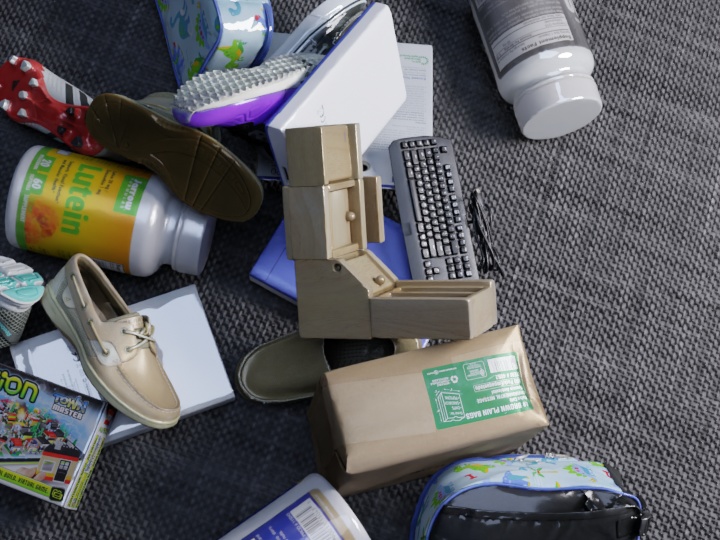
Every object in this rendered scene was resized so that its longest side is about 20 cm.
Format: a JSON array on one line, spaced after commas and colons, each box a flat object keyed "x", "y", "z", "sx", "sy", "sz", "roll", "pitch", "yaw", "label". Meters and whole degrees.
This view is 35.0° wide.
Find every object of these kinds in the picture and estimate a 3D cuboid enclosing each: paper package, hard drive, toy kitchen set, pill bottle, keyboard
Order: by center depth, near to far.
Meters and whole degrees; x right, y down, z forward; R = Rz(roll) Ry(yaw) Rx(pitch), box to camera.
[{"x": -0.091, "y": 0.295, "z": 1.082, "sx": 0.200, "sy": 0.120, "sz": 0.120, "roll": -33, "pitch": 76, "yaw": -15, "label": "pill bottle"}, {"x": 0.058, "y": 0.143, "z": 1.112, "sx": 0.200, "sy": 0.191, "sz": 0.104, "roll": -12, "pitch": 74, "yaw": -10, "label": "paper package"}, {"x": 0.043, "y": -0.046, "z": 1.116, "sx": 0.180, "sy": 0.163, "sz": 0.200, "roll": 0, "pitch": 99, "yaw": 25, "label": "toy kitchen set"}, {"x": -0.021, "y": -0.164, "z": 1.183, "sx": 0.025, "sy": 0.132, "sz": 0.200, "roll": 20, "pitch": 57, "yaw": 27, "label": "hard drive"}, {"x": -0.246, "y": 0.106, "z": 1.185, "sx": 0.200, "sy": 0.027, "sz": 0.132, "roll": -19, "pitch": 73, "yaw": -11, "label": "hard drive"}, {"x": -0.257, "y": -0.056, "z": 1.197, "sx": 0.200, "sy": 0.111, "sz": 0.111, "roll": 13, "pitch": 70, "yaw": -1, "label": "pill bottle"}, {"x": 0.097, "y": -0.052, "z": 1.214, "sx": 0.104, "sy": 0.040, "sz": 0.200, "roll": -8, "pitch": 81, "yaw": -18, "label": "keyboard"}, {"x": 0.000, "y": 0.000, "z": 1.238, "sx": 0.200, "sy": 0.025, "sz": 0.132, "roll": 28, "pitch": 70, "yaw": 5, "label": "hard drive"}, {"x": 0.200, "y": -0.259, "z": 1.311, "sx": 0.114, "sy": 0.114, "sz": 0.200, "roll": -13, "pitch": 72, "yaw": -10, "label": "pill bottle"}]

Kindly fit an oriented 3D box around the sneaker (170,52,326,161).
[{"x": -0.099, "y": -0.153, "z": 1.146, "sx": 0.070, "sy": 0.100, "sz": 0.200, "roll": 22, "pitch": 32, "yaw": 38, "label": "sneaker"}]

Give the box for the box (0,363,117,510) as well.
[{"x": -0.354, "y": 0.152, "z": 1.132, "sx": 0.200, "sy": 0.035, "sz": 0.110, "roll": 18, "pitch": 77, "yaw": 11, "label": "box"}]

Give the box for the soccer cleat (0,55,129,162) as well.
[{"x": -0.328, "y": -0.174, "z": 1.261, "sx": 0.200, "sy": 0.085, "sz": 0.069, "roll": 31, "pitch": 92, "yaw": 30, "label": "soccer cleat"}]

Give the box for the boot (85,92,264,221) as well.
[{"x": -0.170, "y": -0.127, "z": 1.200, "sx": 0.200, "sy": 0.155, "sz": 0.072, "roll": 31, "pitch": 106, "yaw": 6, "label": "boot"}]

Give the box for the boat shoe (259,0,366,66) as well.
[{"x": -0.053, "y": -0.227, "z": 1.260, "sx": 0.071, "sy": 0.072, "sz": 0.200, "roll": 41, "pitch": 78, "yaw": 5, "label": "boat shoe"}]

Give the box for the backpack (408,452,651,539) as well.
[{"x": 0.147, "y": 0.263, "z": 1.084, "sx": 0.200, "sy": 0.147, "sz": 0.183, "roll": 6, "pitch": 100, "yaw": -8, "label": "backpack"}]

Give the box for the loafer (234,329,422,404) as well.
[{"x": -0.039, "y": 0.088, "z": 1.166, "sx": 0.200, "sy": 0.067, "sz": 0.076, "roll": -16, "pitch": 78, "yaw": 10, "label": "loafer"}]

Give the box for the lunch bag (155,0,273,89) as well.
[{"x": -0.169, "y": -0.301, "z": 1.270, "sx": 0.082, "sy": 0.161, "sz": 0.200, "roll": -5, "pitch": 67, "yaw": -31, "label": "lunch bag"}]

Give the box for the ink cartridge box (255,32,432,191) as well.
[{"x": -0.017, "y": -0.172, "z": 1.290, "sx": 0.199, "sy": 0.041, "sz": 0.200, "roll": 4, "pitch": 64, "yaw": -4, "label": "ink cartridge box"}]

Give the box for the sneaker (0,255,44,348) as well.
[{"x": -0.414, "y": 0.012, "z": 1.179, "sx": 0.200, "sy": 0.091, "sz": 0.078, "roll": 32, "pitch": 27, "yaw": 27, "label": "sneaker"}]

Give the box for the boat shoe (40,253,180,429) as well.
[{"x": -0.240, "y": 0.070, "z": 1.138, "sx": 0.200, "sy": 0.072, "sz": 0.065, "roll": 49, "pitch": 114, "yaw": 17, "label": "boat shoe"}]
